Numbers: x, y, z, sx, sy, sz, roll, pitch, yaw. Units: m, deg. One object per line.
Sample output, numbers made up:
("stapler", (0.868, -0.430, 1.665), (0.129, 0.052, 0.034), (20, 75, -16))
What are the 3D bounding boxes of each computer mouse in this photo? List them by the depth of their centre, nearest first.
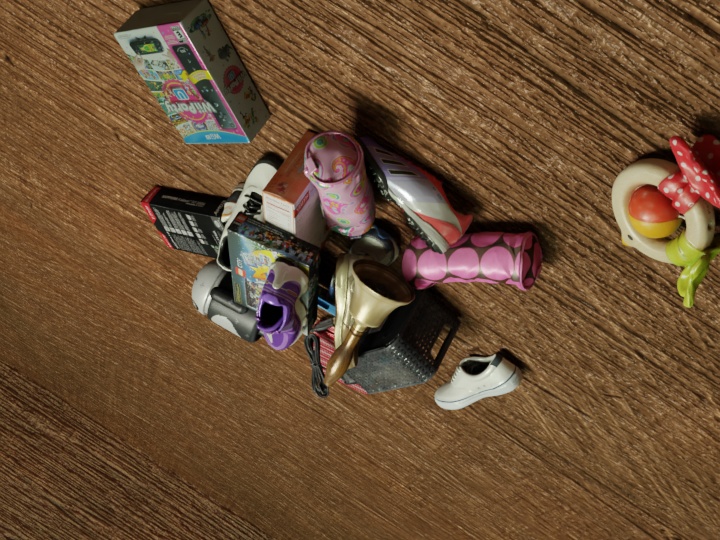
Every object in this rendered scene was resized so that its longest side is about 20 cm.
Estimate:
("computer mouse", (-0.011, 0.150, 1.590), (0.198, 0.142, 0.046), (-20, 170, 16))

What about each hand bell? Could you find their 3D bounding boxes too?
("hand bell", (-0.009, 0.094, 1.257), (0.103, 0.104, 0.201), (30, 114, 3))

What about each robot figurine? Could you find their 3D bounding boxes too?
("robot figurine", (-0.228, 0.061, 1.609), (0.198, 0.125, 0.151), (29, 141, 5))

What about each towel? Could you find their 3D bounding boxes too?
("towel", (-0.033, 0.178, 1.695), (0.143, 0.023, 0.201), (25, 150, 9))

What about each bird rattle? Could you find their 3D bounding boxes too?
("bird rattle", (0.351, -0.064, 0.946), (0.162, 0.113, 0.201), (23, 148, 47))

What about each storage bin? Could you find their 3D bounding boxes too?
("storage bin", (0.058, 0.119, 1.418), (0.094, 0.136, 0.199), (42, 148, -16))

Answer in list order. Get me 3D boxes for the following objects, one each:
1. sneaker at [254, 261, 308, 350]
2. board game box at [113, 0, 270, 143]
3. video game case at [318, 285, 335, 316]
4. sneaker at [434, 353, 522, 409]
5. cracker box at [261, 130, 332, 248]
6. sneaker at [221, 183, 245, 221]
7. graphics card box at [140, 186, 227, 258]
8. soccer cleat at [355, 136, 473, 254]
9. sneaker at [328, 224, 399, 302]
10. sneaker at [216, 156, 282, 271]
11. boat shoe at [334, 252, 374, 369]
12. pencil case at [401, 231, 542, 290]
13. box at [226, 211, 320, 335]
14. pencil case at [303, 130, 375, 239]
("sneaker", (-0.129, 0.065, 1.235), (0.080, 0.084, 0.201), (24, 149, 10))
("board game box", (-0.240, -0.281, 1.211), (0.146, 0.065, 0.201), (6, 140, 38))
("video game case", (-0.093, 0.032, 1.464), (0.198, 0.018, 0.143), (30, -175, -3))
("sneaker", (0.194, 0.186, 1.466), (0.071, 0.073, 0.199), (50, 137, -10))
("cracker box", (-0.088, -0.091, 1.265), (0.057, 0.135, 0.201), (24, 147, 13))
("sneaker", (-0.158, -0.052, 1.438), (0.200, 0.080, 0.078), (43, 147, -19))
("graphics card box", (-0.298, -0.084, 1.547), (0.198, 0.051, 0.126), (13, 143, 32))
("soccer cleat", (0.071, -0.118, 1.166), (0.200, 0.073, 0.068), (49, 178, 4))
("sneaker", (0.000, 0.000, 1.358), (0.077, 0.086, 0.200), (33, 148, -1))
("sneaker", (-0.171, -0.084, 1.331), (0.073, 0.080, 0.202), (23, 109, 3))
("boat shoe", (-0.006, 0.070, 1.317), (0.064, 0.072, 0.202), (3, 119, 4))
("pencil case", (0.162, -0.011, 1.196), (0.198, 0.091, 0.094), (2, 144, 38))
("box", (-0.130, 0.009, 1.274), (0.135, 0.038, 0.201), (25, 148, 11))
("pencil case", (-0.026, -0.115, 1.171), (0.087, 0.088, 0.200), (24, 166, 13))
